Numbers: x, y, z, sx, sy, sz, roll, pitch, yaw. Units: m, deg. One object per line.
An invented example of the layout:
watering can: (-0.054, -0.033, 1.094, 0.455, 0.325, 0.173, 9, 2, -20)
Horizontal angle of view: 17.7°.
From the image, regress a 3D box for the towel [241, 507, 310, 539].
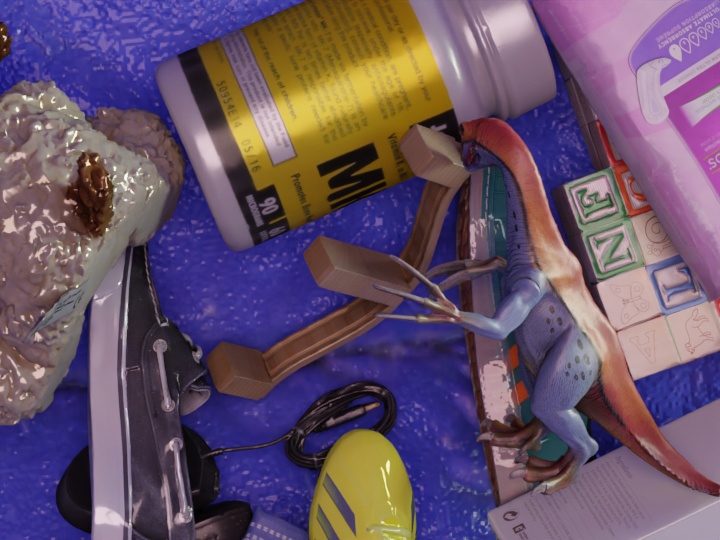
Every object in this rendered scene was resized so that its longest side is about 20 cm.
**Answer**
towel: (-0.034, 0.251, 1.269, 0.144, 0.024, 0.201, 27, 75, -20)

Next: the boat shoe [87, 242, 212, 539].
boat shoe: (-0.115, 0.060, 1.262, 0.067, 0.072, 0.201, 0, 67, -8)

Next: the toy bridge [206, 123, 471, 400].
toy bridge: (0.000, 0.000, 1.263, 0.200, 0.067, 0.027, -47, 49, 26)

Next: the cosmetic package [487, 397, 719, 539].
cosmetic package: (0.184, 0.149, 1.267, 0.199, 0.081, 0.113, -26, 123, -1)

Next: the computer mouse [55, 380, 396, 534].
computer mouse: (-0.074, 0.106, 1.301, 0.199, 0.034, 0.059, -14, 55, -7)

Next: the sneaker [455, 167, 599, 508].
sneaker: (0.100, 0.035, 1.291, 0.079, 0.071, 0.201, -9, 98, -4)

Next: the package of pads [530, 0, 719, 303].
package of pads: (0.188, -0.096, 1.231, 0.120, 0.076, 0.201, -31, 91, 0)

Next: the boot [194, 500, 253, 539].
boot: (-0.130, 0.220, 1.278, 0.199, 0.070, 0.132, -19, 94, -1)

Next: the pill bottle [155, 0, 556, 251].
pill bottle: (-0.002, -0.099, 1.262, 0.199, 0.114, 0.115, -24, 91, -2)

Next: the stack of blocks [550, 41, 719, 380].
stack of blocks: (0.168, -0.051, 1.297, 0.115, 0.059, 0.201, -19, 90, -3)

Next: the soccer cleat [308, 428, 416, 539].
soccer cleat: (0.009, 0.185, 1.235, 0.064, 0.084, 0.201, 6, 82, -22)

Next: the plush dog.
plush dog: (-0.200, -0.046, 1.174, 0.171, 0.161, 0.201, 28, 69, 7)

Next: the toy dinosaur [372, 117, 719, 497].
toy dinosaur: (0.097, 0.013, 1.196, 0.199, 0.105, 0.182, 4, 111, -9)
